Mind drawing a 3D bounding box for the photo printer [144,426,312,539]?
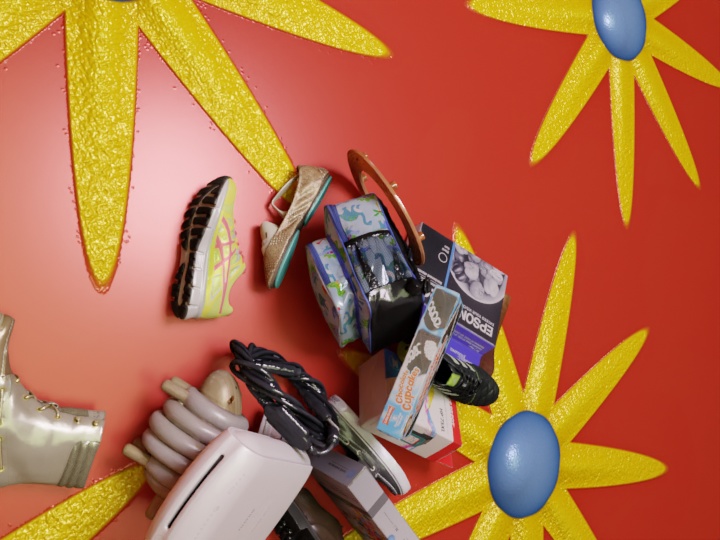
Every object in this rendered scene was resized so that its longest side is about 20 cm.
[{"bbox_3d":[-0.152,0.271,0.742,0.167,0.069,0.200,-53,154,-7],"label":"photo printer"}]

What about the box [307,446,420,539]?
[{"bbox_3d":[0.009,0.350,0.915,0.041,0.155,0.201,-43,110,-24],"label":"box"}]

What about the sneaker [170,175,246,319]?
[{"bbox_3d":[-0.195,-0.028,0.859,0.090,0.078,0.202,15,85,-39],"label":"sneaker"}]

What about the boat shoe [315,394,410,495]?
[{"bbox_3d":[-0.001,0.284,0.965,0.066,0.070,0.201,-42,109,-19],"label":"boat shoe"}]

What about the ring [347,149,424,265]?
[{"bbox_3d":[0.041,-0.095,0.935,0.019,0.200,0.201,-32,106,-7],"label":"ring"}]

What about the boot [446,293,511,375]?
[{"bbox_3d":[0.177,0.093,1.089,0.187,0.068,0.202,26,70,-20],"label":"boot"}]

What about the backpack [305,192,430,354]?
[{"bbox_3d":[0.000,0.000,0.901,0.146,0.184,0.201,-16,61,-7],"label":"backpack"}]

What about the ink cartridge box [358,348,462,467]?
[{"bbox_3d":[0.092,0.221,0.995,0.199,0.067,0.117,31,36,-27],"label":"ink cartridge box"}]

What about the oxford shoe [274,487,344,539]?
[{"bbox_3d":[-0.044,0.397,0.892,0.084,0.073,0.201,-16,67,-51],"label":"oxford shoe"}]

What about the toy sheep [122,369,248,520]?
[{"bbox_3d":[-0.218,0.219,0.798,0.137,0.138,0.201,33,84,-27],"label":"toy sheep"}]

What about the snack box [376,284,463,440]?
[{"bbox_3d":[0.084,0.127,0.849,0.037,0.116,0.202,22,84,16],"label":"snack box"}]

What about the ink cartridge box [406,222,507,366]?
[{"bbox_3d":[0.147,0.049,1.041,0.197,0.043,0.201,30,58,-19],"label":"ink cartridge box"}]

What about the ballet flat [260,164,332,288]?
[{"bbox_3d":[-0.110,-0.070,0.924,0.065,0.071,0.201,25,70,0],"label":"ballet flat"}]

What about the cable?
[{"bbox_3d":[-0.099,0.159,0.857,0.200,0.163,0.051,43,102,1],"label":"cable"}]

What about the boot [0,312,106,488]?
[{"bbox_3d":[-0.377,0.155,0.729,0.153,0.072,0.202,11,87,-31],"label":"boot"}]

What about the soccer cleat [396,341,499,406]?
[{"bbox_3d":[0.142,0.166,0.974,0.199,0.081,0.068,31,93,-19],"label":"soccer cleat"}]

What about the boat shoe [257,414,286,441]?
[{"bbox_3d":[-0.146,0.285,0.881,0.066,0.074,0.201,25,74,0],"label":"boat shoe"}]
